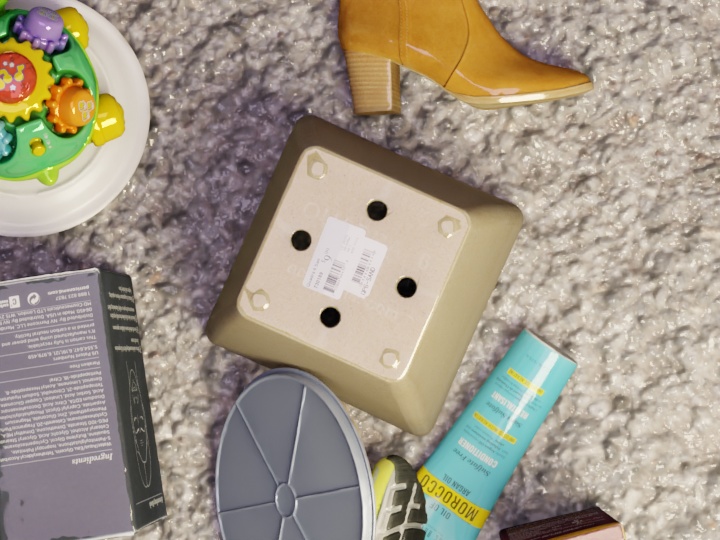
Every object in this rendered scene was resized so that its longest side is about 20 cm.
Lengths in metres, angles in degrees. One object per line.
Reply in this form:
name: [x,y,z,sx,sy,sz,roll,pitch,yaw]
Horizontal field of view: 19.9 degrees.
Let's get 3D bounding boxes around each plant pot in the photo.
plant pot: [0.000,0.000,1.553,0.199,0.177,0.200,24,89,3]

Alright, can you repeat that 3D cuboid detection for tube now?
tube: [0.095,0.141,1.611,0.077,0.050,0.200,34,95,15]

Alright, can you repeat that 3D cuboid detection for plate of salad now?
plate of salad: [-0.268,-0.124,1.636,0.199,0.048,0.201,1,82,-5]

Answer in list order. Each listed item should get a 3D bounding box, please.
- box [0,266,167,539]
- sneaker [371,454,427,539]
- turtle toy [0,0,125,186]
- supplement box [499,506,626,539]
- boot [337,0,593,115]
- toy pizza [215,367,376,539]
box: [-0.223,0.105,1.573,0.107,0.148,0.201,-9,87,3]
sneaker: [-0.013,0.235,1.590,0.090,0.078,0.201,18,92,26]
turtle toy: [-0.272,-0.158,1.564,0.145,0.101,0.201,-22,84,-8]
supplement box: [0.159,0.243,1.522,0.085,0.200,0.111,-14,87,1]
boot: [0.080,-0.199,1.609,0.200,0.071,0.145,-2,90,8]
toy pizza: [-0.045,0.173,1.560,0.032,0.200,0.201,-3,86,-38]
